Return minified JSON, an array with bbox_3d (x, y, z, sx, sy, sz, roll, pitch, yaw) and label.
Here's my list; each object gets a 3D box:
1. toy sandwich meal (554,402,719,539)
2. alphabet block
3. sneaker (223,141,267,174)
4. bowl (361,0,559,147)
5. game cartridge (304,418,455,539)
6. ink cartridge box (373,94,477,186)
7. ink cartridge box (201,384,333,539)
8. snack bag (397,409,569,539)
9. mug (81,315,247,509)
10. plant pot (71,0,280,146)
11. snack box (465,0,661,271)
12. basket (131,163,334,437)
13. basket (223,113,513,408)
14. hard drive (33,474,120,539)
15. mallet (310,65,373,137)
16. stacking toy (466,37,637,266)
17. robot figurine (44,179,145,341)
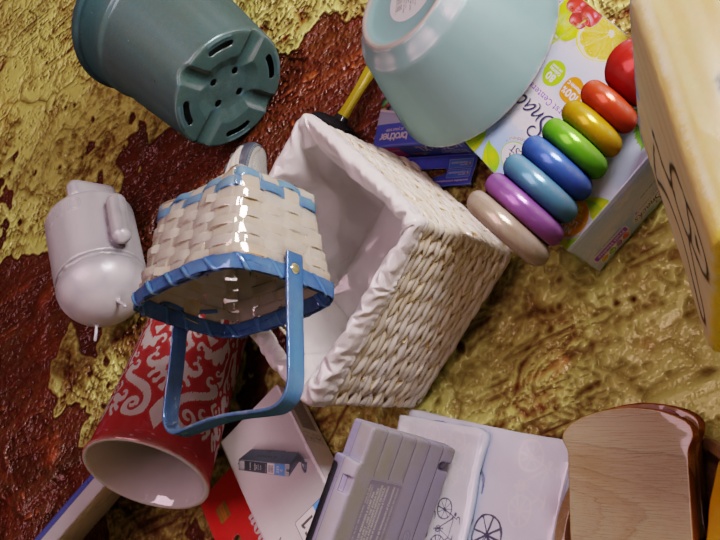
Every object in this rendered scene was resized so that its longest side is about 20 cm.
[{"bbox_3d":[0.219,0.201,0.883,0.203,0.070,0.209,-17,63,36],"label":"toy sandwich meal"},{"bbox_3d":[0.306,-0.088,0.799,0.193,0.196,0.203,-16,63,11],"label":"alphabet block"},{"bbox_3d":[-0.094,-0.049,1.267,0.085,0.077,0.204,-16,70,22],"label":"sneaker"},{"bbox_3d":[0.075,-0.228,1.077,0.199,0.104,0.204,-31,45,36],"label":"bowl"},{"bbox_3d":[0.004,0.234,0.992,0.038,0.129,0.203,17,86,46],"label":"game cartridge"},{"bbox_3d":[0.078,-0.185,1.180,0.118,0.042,0.204,1,76,42],"label":"ink cartridge box"},{"bbox_3d":[-0.089,0.248,1.156,0.176,0.044,0.201,-47,49,16],"label":"ink cartridge box"},{"bbox_3d":[0.093,0.228,1.018,0.198,0.021,0.192,5,77,42],"label":"snack bag"},{"bbox_3d":[-0.203,0.134,1.222,0.177,0.132,0.202,-41,27,48],"label":"mug"},{"bbox_3d":[-0.207,-0.259,1.365,0.196,0.199,0.202,42,102,35],"label":"plant pot"},{"bbox_3d":[0.196,-0.130,1.034,0.169,0.067,0.201,-49,47,15],"label":"snack box"},{"bbox_3d":[-0.103,0.028,0.964,0.175,0.138,0.204,-16,60,44],"label":"basket"},{"bbox_3d":[0.000,0.000,1.080,0.198,0.159,0.202,45,111,41],"label":"basket"},{"bbox_3d":[-0.313,0.274,1.291,0.025,0.132,0.200,43,107,6],"label":"hard drive"},{"bbox_3d":[0.002,-0.215,1.264,0.065,0.041,0.202,24,85,46],"label":"mallet"},{"bbox_3d":[0.177,-0.105,0.949,0.201,0.085,0.085,-52,48,7],"label":"stacking toy"},{"bbox_3d":[-0.322,-0.015,1.414,0.170,0.111,0.202,-54,44,39],"label":"robot figurine"}]
